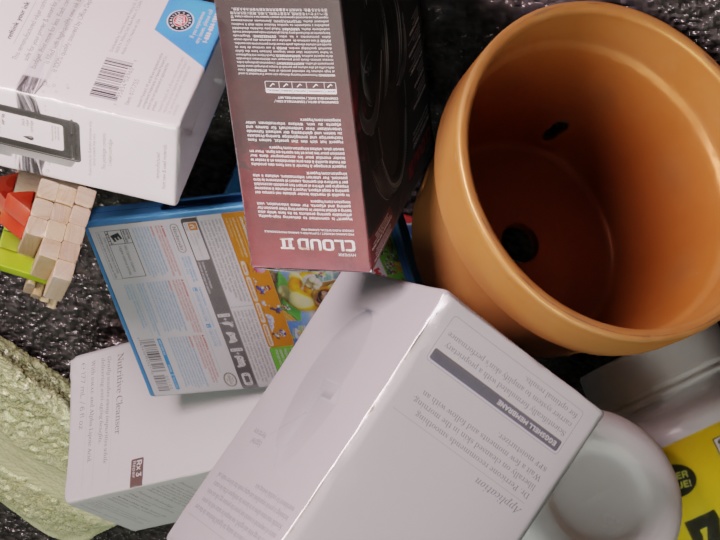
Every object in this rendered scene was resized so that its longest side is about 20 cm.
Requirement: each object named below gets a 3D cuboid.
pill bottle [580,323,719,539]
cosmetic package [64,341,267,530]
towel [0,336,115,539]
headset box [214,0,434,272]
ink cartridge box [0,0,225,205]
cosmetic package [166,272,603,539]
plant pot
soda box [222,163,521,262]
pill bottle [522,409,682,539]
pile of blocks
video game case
[{"bbox_3d":[0.222,0.138,1.525,0.114,0.114,0.201,-31,82,39],"label":"pill bottle"},{"bbox_3d":[-0.098,0.099,1.640,0.199,0.114,0.081,-18,151,32],"label":"cosmetic package"},{"bbox_3d":[-0.243,0.126,1.784,0.200,0.037,0.148,38,133,-20],"label":"towel"},{"bbox_3d":[-0.016,-0.104,1.360,0.077,0.149,0.201,2,120,17],"label":"headset box"},{"bbox_3d":[-0.188,-0.120,1.457,0.199,0.116,0.068,14,136,6],"label":"ink cartridge box"},{"bbox_3d":[0.008,0.119,1.393,0.123,0.201,0.199,37,174,-16],"label":"cosmetic package"},{"bbox_3d":[0.119,-0.035,1.401,0.199,0.201,0.140,29,153,-11],"label":"plant pot"},{"bbox_3d":[0.000,0.000,1.549,0.199,0.068,0.064,22,133,-4],"label":"soda box"},{"bbox_3d":[0.115,0.167,1.497,0.111,0.113,0.200,22,153,-5],"label":"pill bottle"},{"bbox_3d":[-0.207,-0.028,1.516,0.062,0.200,0.083,17,95,-9],"label":"pile of blocks"},{"bbox_3d":[-0.059,0.012,1.516,0.199,0.018,0.144,-5,125,18],"label":"video game case"}]
